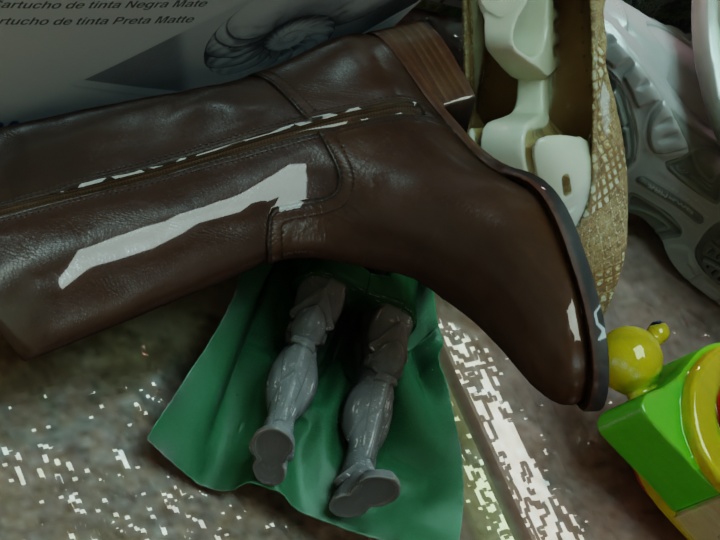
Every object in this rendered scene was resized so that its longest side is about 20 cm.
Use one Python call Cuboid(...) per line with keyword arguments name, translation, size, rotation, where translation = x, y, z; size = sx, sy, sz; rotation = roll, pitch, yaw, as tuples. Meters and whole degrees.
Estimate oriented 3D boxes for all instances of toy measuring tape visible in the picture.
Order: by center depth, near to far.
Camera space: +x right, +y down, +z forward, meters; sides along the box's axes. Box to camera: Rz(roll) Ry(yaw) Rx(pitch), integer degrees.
Cuboid(name="toy measuring tape", translation=(0.163, 0.089, 1.100), size=(0.200, 0.074, 0.074), rotation=(46, 47, -13))

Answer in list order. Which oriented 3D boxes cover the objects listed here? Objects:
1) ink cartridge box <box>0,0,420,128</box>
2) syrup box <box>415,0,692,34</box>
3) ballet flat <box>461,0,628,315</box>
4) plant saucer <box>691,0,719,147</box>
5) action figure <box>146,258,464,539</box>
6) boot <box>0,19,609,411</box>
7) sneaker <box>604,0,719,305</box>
Cuboid(name="ink cartridge box", translation=(-0.060, -0.105, 0.979), size=(0.199, 0.200, 0.041), rotation=(-6, 66, -35))
Cuboid(name="syrup box", translation=(0.107, -0.145, 1.196), size=(0.200, 0.079, 0.082), rotation=(9, 57, -29))
Cuboid(name="ballet flat", translation=(0.061, -0.070, 1.079), size=(0.065, 0.070, 0.200), rotation=(-13, 100, -64))
Cuboid(name="plant saucer", translation=(0.222, -0.080, 1.156), size=(0.200, 0.050, 0.201), rotation=(14, 64, -31))
Cuboid(name="action figure", translation=(0.000, 0.000, 1.055), size=(0.118, 0.055, 0.200), rotation=(25, 47, -15))
Cuboid(name="boot", translation=(-0.037, 0.002, 0.964), size=(0.200, 0.064, 0.187), rotation=(-15, 47, -19))
Cuboid(name="sneaker", translation=(0.123, -0.067, 1.171), size=(0.200, 0.078, 0.099), rotation=(41, 41, -17))
